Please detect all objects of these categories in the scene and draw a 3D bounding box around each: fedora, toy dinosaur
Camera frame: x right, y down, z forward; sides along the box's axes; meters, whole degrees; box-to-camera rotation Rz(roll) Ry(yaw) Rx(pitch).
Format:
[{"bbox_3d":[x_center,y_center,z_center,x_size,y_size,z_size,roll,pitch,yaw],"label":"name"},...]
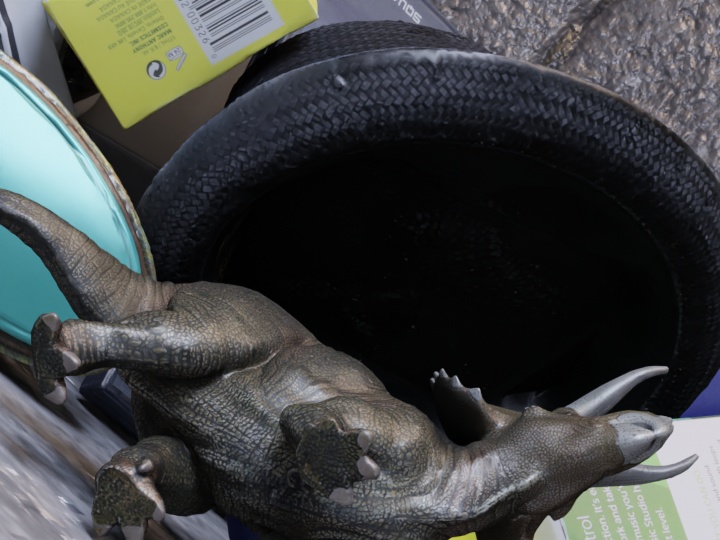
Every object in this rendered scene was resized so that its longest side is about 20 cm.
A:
[{"bbox_3d":[0.021,-0.014,0.763,0.200,0.200,0.092,42,26,-38],"label":"fedora"},{"bbox_3d":[-0.026,0.039,0.613,0.199,0.078,0.102,20,13,19],"label":"toy dinosaur"}]

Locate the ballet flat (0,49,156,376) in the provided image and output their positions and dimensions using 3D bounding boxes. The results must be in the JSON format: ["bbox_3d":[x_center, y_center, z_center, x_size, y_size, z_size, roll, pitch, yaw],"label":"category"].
[{"bbox_3d":[-0.139,-0.046,0.704,0.200,0.071,0.071,42,0,-6],"label":"ballet flat"}]

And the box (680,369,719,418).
[{"bbox_3d":[0.104,0.058,0.901,0.120,0.033,0.200,-3,-11,-36],"label":"box"}]

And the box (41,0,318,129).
[{"bbox_3d":[-0.056,-0.108,0.817,0.050,0.075,0.200,59,6,-16],"label":"box"}]

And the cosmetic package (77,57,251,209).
[{"bbox_3d":[-0.072,-0.052,0.934,0.200,0.107,0.091,35,-37,28],"label":"cosmetic package"}]

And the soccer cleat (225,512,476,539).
[{"bbox_3d":[0.013,0.101,0.728,0.200,0.064,0.084,48,20,-60],"label":"soccer cleat"}]

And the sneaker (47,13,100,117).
[{"bbox_3d":[-0.169,-0.102,0.828,0.199,0.076,0.081,18,1,-42],"label":"sneaker"}]

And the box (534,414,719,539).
[{"bbox_3d":[0.144,0.113,0.760,0.199,0.036,0.145,-1,63,-33],"label":"box"}]

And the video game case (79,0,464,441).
[{"bbox_3d":[0.000,0.000,0.836,0.143,0.201,0.019,42,-34,-27],"label":"video game case"}]

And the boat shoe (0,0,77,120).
[{"bbox_3d":[-0.135,-0.074,0.764,0.073,0.068,0.201,32,-45,49],"label":"boat shoe"}]
